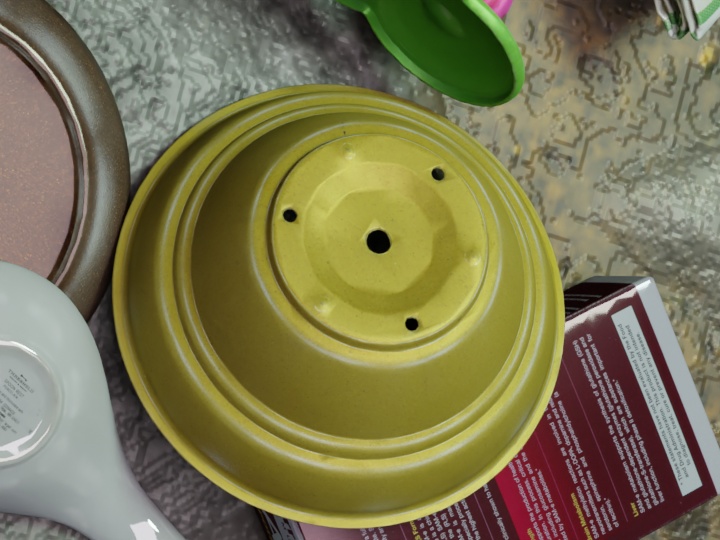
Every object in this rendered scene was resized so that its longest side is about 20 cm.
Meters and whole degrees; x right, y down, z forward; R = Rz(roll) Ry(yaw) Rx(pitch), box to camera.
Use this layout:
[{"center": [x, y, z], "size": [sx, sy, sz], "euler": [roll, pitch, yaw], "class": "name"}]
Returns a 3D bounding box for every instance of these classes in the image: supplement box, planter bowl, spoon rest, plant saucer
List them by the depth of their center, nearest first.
[{"center": [-0.188, -0.036, 0.940], "size": [0.199, 0.032, 0.202], "euler": [0, 91, -20], "class": "plant saucer"}, {"center": [0.000, 0.000, 0.947], "size": [0.199, 0.083, 0.202], "euler": [4, 71, -11], "class": "planter bowl"}, {"center": [-0.125, 0.081, 0.947], "size": [0.099, 0.061, 0.200], "euler": [-43, 109, -7], "class": "spoon rest"}, {"center": [0.057, 0.091, 1.022], "size": [0.199, 0.061, 0.109], "euler": [-25, 99, -19], "class": "supplement box"}]

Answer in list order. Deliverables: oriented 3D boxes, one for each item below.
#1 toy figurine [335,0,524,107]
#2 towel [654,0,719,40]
[{"center": [0.049, -0.205, 0.982], "size": [0.200, 0.150, 0.184], "euler": [48, 66, -24], "class": "toy figurine"}, {"center": [0.149, -0.223, 1.014], "size": [0.153, 0.023, 0.201], "euler": [-43, 122, -43], "class": "towel"}]
